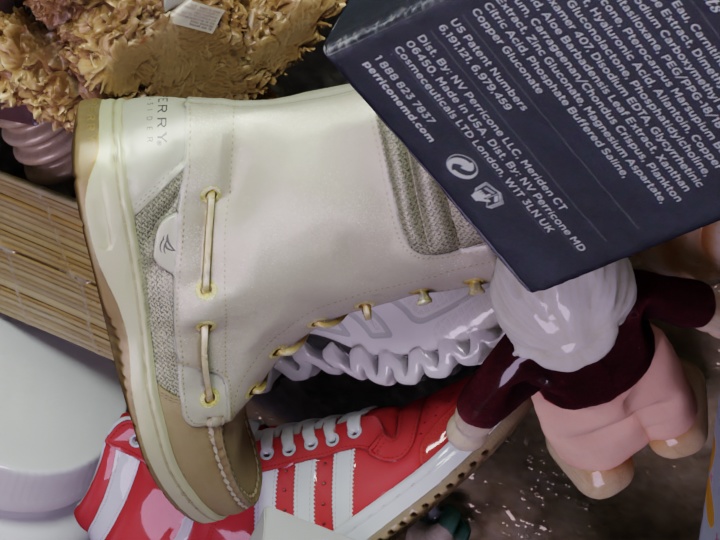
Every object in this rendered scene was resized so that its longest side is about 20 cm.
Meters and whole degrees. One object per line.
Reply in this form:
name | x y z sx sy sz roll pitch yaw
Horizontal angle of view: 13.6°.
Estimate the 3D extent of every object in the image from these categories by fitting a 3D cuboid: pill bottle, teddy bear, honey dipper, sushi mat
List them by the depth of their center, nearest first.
teddy bear | -0.079 -0.099 1.141 0.145 0.067 0.200 -41 136 5
sushi mat | -0.153 -0.011 1.289 0.200 0.012 0.096 21 140 33
honey dipper | -0.101 -0.006 1.292 0.038 0.038 0.200 -8 127 32
pill bottle | -0.175 0.114 1.387 0.109 0.110 0.200 26 137 2

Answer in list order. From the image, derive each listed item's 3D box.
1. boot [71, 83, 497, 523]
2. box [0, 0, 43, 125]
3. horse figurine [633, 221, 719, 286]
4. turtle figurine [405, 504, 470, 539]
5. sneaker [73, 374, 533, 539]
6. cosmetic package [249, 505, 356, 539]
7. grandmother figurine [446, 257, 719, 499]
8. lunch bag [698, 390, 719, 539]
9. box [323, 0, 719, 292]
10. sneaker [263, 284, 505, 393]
boot | -0.017 0.010 1.143 0.154 0.072 0.200 -9 129 4
box | -0.169 -0.160 1.159 0.100 0.075 0.200 11 135 18
horse figurine | 0.144 -0.036 1.133 0.199 0.050 0.133 -2 124 27
turtle figurine | -0.034 0.145 1.360 0.149 0.101 0.200 15 140 14
sneaker | -0.031 0.076 1.252 0.200 0.071 0.113 -38 83 13
cosmetic package | 0.036 0.172 1.213 0.199 0.051 0.083 21 116 -10
grandmother figurine | 0.085 0.032 1.143 0.061 0.121 0.200 53 176 24
lunch bag | 0.235 0.109 1.164 0.199 0.127 0.170 0 132 -1
box | 0.122 -0.120 0.958 0.200 0.197 0.117 -23 118 39
sneaker | 0.000 0.000 1.223 0.200 0.075 0.081 -8 114 36
